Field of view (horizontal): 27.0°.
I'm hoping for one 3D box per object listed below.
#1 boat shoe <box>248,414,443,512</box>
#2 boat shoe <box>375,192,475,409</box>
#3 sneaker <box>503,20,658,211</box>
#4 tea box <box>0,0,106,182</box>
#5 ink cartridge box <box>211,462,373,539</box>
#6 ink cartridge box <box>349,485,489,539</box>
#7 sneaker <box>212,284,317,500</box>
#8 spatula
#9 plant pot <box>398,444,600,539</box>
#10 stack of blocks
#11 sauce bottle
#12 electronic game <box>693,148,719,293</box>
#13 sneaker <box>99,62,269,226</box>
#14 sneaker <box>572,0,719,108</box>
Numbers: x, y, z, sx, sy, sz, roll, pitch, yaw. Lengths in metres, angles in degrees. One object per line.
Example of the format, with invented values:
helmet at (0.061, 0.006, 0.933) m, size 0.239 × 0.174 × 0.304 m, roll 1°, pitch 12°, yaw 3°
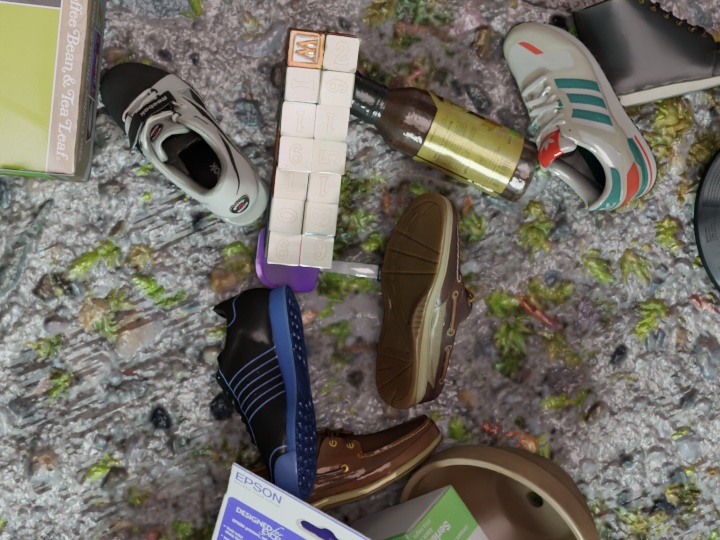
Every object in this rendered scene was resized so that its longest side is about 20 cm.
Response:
boat shoe at (-0.021, 0.177, 1.369) m, size 0.199 × 0.072 × 0.068 m, roll -25°, pitch 96°, yaw -5°
boat shoe at (0.066, 0.028, 1.378) m, size 0.072 × 0.072 × 0.202 m, roll -2°, pitch 102°, yaw -43°
sneaker at (0.187, -0.140, 1.368) m, size 0.093 × 0.070 × 0.200 m, roll -28°, pitch 81°, yaw -45°
tea box at (-0.324, -0.185, 1.285) m, size 0.195 × 0.134 × 0.202 m, roll 6°, pitch 90°, yaw -4°
ink cartridge box at (-0.038, 0.267, 1.296) m, size 0.197 × 0.043 × 0.201 m, roll 28°, pitch 131°, yaw 12°
ink cartridge box at (0.071, 0.311, 1.341) m, size 0.201 × 0.145 × 0.084 m, roll 56°, pitch 45°, yaw -5°
sneaker at (-0.087, 0.113, 1.343) m, size 0.077 × 0.070 × 0.201 m, roll -12°, pitch 67°, yaw 13°
spatula at (0.000, 0.000, 1.396) m, size 0.198 × 0.021 × 0.057 m, roll 8°, pitch 88°, yaw -9°
plant pot at (0.142, 0.232, 1.361) m, size 0.201 × 0.200 × 0.093 m, roll 56°, pitch 44°, yaw -5°
stack of blocks at (-0.045, -0.107, 1.300) m, size 0.058 × 0.115 × 0.202 m, roll 6°, pitch 100°, yaw -6°
sauce bottle at (0.067, -0.129, 1.382) m, size 0.199 × 0.065 × 0.065 m, roll 25°, pitch 87°, yaw -9°
electronic game at (0.413, -0.045, 1.446) m, size 0.198 × 0.042 × 0.202 m, roll 1°, pitch 86°, yaw -15°
sneaker at (-0.165, -0.125, 1.309) m, size 0.200 × 0.088 × 0.074 m, roll 41°, pitch 94°, yaw 21°
sneaker at (0.302, -0.222, 1.410) m, size 0.199 × 0.075 × 0.107 m, roll -15°, pitch 96°, yaw -7°
